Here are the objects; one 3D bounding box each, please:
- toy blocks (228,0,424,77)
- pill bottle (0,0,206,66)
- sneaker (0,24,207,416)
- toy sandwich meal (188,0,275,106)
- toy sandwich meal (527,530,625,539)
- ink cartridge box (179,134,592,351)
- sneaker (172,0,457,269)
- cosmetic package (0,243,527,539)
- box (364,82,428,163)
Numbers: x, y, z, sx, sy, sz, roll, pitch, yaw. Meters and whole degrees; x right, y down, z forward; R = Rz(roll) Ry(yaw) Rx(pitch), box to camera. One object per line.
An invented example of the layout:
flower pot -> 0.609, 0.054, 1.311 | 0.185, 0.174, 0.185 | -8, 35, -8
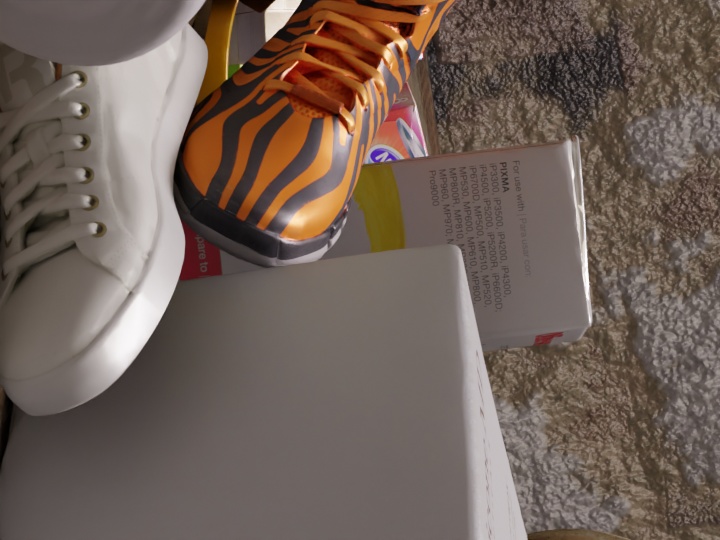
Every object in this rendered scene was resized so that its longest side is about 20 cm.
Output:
toy blocks -> -0.011, -0.183, 1.055 | 0.100, 0.137, 0.200 | 0, -86, 53
pill bottle -> -0.069, -0.165, 0.702 | 0.200, 0.111, 0.111 | -63, 149, -50
sneaker -> -0.108, -0.040, 0.703 | 0.085, 0.073, 0.200 | 49, 28, -35
toy sandwich meal -> -0.047, -0.139, 0.876 | 0.205, 0.070, 0.205 | -157, -90, -79
toy sandwich meal -> 0.081, 0.208, 0.836 | 0.070, 0.205, 0.206 | 9, 72, -55
ink cartridge box -> 0.000, 0.000, 0.900 | 0.145, 0.200, 0.084 | 43, 40, -84
sneaker -> -0.012, -0.087, 0.779 | 0.112, 0.078, 0.200 | -59, -174, 32
cosmetic package -> -0.026, 0.124, 0.742 | 0.200, 0.166, 0.168 | 74, 12, -48
box -> -0.017, -0.070, 1.136 | 0.200, 0.102, 0.095 | -106, -179, -67
